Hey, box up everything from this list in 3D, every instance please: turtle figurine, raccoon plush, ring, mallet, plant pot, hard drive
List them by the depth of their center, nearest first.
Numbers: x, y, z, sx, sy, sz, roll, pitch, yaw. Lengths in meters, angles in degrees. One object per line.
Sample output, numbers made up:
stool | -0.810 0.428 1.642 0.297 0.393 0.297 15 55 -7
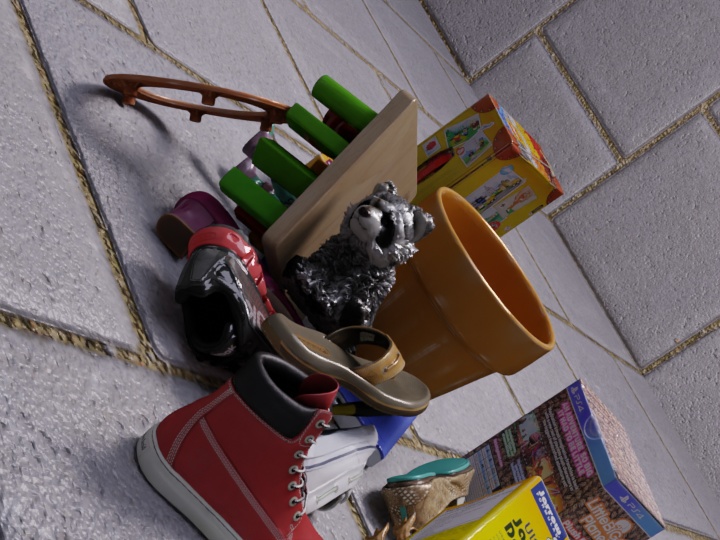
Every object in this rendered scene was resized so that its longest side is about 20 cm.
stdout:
mallet | -0.023 0.123 1.107 0.199 0.065 0.042 12 75 -63
raccoon plush | 0.000 0.000 1.178 0.097 0.134 0.200 42 -15 9
ring | -0.156 -0.163 1.233 0.200 0.198 0.020 11 89 -68
plant pot | 0.072 0.048 1.299 0.200 0.183 0.201 47 18 -20
hard drive | 0.004 0.122 1.333 0.133 0.025 0.200 55 16 1
turtle figurine | -0.055 -0.058 1.361 0.200 0.150 0.101 46 39 3

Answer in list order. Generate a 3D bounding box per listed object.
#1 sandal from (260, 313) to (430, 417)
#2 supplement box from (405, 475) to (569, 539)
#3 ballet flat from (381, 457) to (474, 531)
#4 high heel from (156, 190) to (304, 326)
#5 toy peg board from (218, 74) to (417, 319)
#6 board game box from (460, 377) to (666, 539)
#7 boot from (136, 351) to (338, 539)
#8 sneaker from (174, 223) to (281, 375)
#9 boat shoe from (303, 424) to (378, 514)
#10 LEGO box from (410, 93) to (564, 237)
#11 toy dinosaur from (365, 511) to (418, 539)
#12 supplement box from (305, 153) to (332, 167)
sandal | -0.001 0.074 1.077 0.199 0.054 0.080 30 9 -41
supplement box | 0.088 0.264 1.024 0.199 0.108 0.111 -21 85 -56
ballet flat | 0.069 0.232 1.267 0.200 0.070 0.066 4 79 -67
high heel | -0.102 0.005 1.180 0.201 0.067 0.096 51 27 -3
toy peg board | -0.043 -0.079 1.233 0.098 0.200 0.200 38 -17 17
board game box | 0.198 0.244 1.333 0.097 0.199 0.160 45 19 -29
boot | -0.046 0.153 0.916 0.200 0.144 0.073 48 16 -25
sneaker | -0.099 0.063 1.084 0.202 0.070 0.098 61 31 -23
boat shoe | -0.037 0.172 1.073 0.200 0.073 0.068 5 78 -68
LEGO box | 0.113 -0.089 1.445 0.149 0.199 0.078 32 29 -52
toy dinosaur | 0.053 0.276 1.106 0.107 0.060 0.200 55 16 -5
supplement box | -0.012 -0.042 1.509 0.201 0.085 0.110 54 16 -4
